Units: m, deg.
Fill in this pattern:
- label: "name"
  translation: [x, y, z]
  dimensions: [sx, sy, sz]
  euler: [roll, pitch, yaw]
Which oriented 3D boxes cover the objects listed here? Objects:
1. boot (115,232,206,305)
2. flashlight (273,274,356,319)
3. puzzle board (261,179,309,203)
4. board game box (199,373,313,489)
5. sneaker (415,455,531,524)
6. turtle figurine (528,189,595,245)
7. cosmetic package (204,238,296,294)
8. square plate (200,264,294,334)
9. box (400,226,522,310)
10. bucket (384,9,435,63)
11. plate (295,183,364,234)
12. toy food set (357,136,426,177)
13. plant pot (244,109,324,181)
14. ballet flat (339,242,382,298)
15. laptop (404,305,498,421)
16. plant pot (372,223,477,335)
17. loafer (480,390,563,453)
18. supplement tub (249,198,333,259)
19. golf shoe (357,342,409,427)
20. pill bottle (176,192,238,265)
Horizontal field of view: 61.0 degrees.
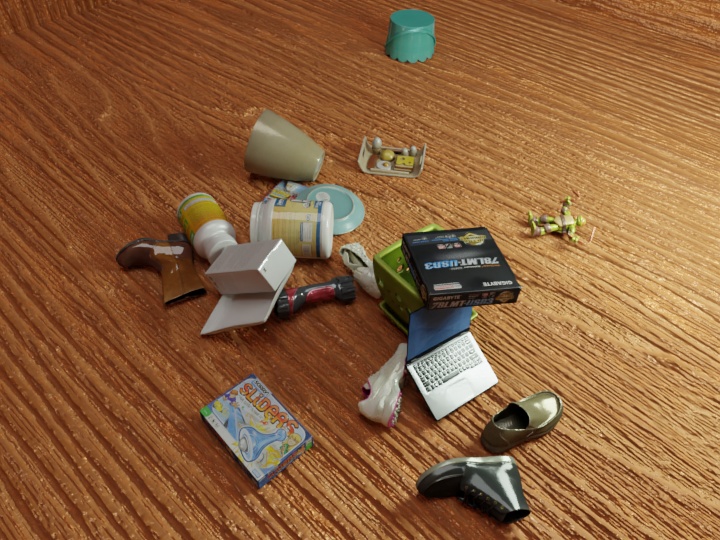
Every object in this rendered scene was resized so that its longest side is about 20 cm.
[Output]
- label: "boot"
  translation: [-0.490, 0.011, 1.495]
  dimensions: [0.185, 0.069, 0.202]
  euler: [-11, 53, -23]
- label: "flashlight"
  translation: [-0.107, 0.063, 1.437]
  dimensions: [0.197, 0.069, 0.068]
  euler: [-9, 18, -17]
- label: "puzzle board"
  translation: [-0.171, -0.195, 1.728]
  dimensions: [0.197, 0.018, 0.151]
  euler: [18, 47, 16]
- label: "board game box"
  translation: [-0.205, 0.309, 1.201]
  dimensions: [0.135, 0.035, 0.199]
  euler: [-33, 54, -30]
- label: "sneaker"
  translation: [0.203, 0.398, 1.092]
  dimensions: [0.196, 0.076, 0.107]
  euler: [-6, 42, -9]
- label: "turtle figurine"
  translation: [0.538, -0.135, 1.653]
  dimensions: [0.158, 0.065, 0.202]
  euler: [-3, 53, 7]
- label: "cosmetic package"
  translation: [-0.255, -0.007, 1.405]
  dimensions: [0.198, 0.072, 0.102]
  euler: [-4, 42, 42]
- label: "square plate"
  translation: [-0.251, 0.066, 1.399]
  dimensions: [0.197, 0.029, 0.200]
  euler: [-13, 36, 31]
- label: "box"
  translation: [0.201, -0.008, 1.256]
  dimensions: [0.196, 0.050, 0.200]
  euler: [-4, 40, -12]
- label: "bucket"
  translation: [0.198, -0.919, 2.389]
  dimensions: [0.203, 0.136, 0.209]
  euler: [1, 44, -1]
- label: "plate"
  translation: [-0.084, -0.179, 1.687]
  dimensions: [0.196, 0.026, 0.202]
  euler: [6, 49, -6]
- label: "toy food set"
  translation: [0.098, -0.355, 1.866]
  dimensions: [0.196, 0.061, 0.145]
  euler: [7, 44, 6]
- label: "plant pot"
  translation: [-0.210, -0.341, 1.777]
  dimensions: [0.197, 0.189, 0.189]
  euler: [22, 46, 2]
- label: "ballet flat"
  translation: [0.000, 0.000, 1.493]
  dimensions: [0.071, 0.073, 0.200]
  euler: [-17, 40, -18]
- label: "laptop"
  translation: [0.194, 0.162, 1.241]
  dimensions: [0.185, 0.116, 0.202]
  euler: [-22, 75, -30]
- label: "plant pot"
  translation: [0.155, 0.046, 1.373]
  dimensions: [0.198, 0.183, 0.199]
  euler: [-28, 50, -27]
- label: "loafer"
  translation: [0.328, 0.293, 1.209]
  dimensions: [0.198, 0.068, 0.076]
  euler: [-24, 50, -24]
- label: "supplement tub"
  translation: [-0.170, -0.106, 1.545]
  dimensions: [0.196, 0.146, 0.146]
  euler: [3, 44, 1]
- label: "golf shoe"
  translation: [0.054, 0.225, 1.269]
  dimensions: [0.090, 0.076, 0.201]
  euler: [10, 44, 13]
- label: "pill bottle"
  translation: [-0.385, -0.100, 1.557]
  dimensions: [0.110, 0.112, 0.200]
  euler: [-22, 49, -22]
